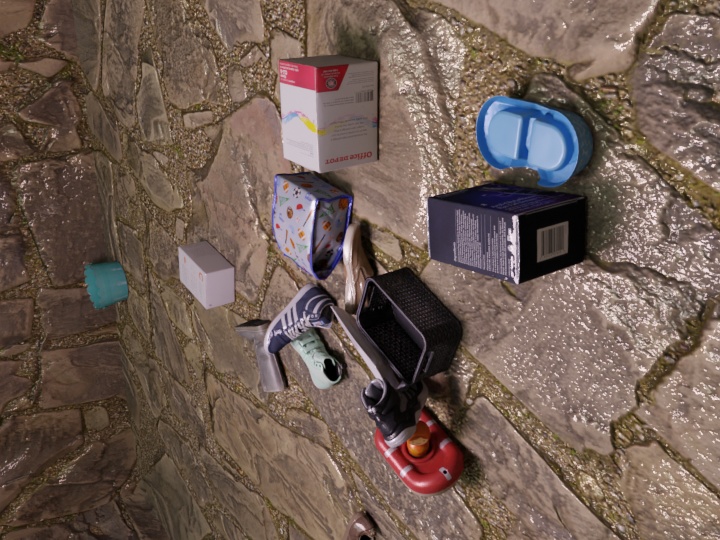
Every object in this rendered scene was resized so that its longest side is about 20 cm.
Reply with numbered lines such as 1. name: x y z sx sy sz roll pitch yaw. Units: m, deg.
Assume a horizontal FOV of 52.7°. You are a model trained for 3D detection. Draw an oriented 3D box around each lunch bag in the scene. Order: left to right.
1. lunch bag: -0.113 -0.099 1.623 0.170 0.124 0.201 34 123 44

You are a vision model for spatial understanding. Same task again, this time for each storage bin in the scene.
1. storage bin: 0.091 0.106 1.428 0.200 0.094 0.136 47 139 34

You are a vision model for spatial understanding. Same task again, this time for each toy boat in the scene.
1. toy boat: 0.116 0.343 1.440 0.200 0.130 0.131 46 159 35

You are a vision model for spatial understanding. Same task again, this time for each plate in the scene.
1. plate: 0.022 0.180 1.546 0.200 0.032 0.200 51 173 40

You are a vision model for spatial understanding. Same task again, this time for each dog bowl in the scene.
1. dog bowl: 0.259 -0.196 1.082 0.200 0.049 0.112 33 129 47

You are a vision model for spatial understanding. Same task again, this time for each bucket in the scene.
1. bucket: -1.118 0.059 3.201 0.207 0.134 0.208 27 124 49

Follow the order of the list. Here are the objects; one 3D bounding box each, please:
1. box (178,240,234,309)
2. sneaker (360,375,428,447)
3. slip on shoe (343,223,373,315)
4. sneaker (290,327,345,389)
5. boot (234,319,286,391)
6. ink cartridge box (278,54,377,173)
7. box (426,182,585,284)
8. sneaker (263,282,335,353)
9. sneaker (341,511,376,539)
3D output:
1. box: -0.475 0.011 2.239 0.200 0.097 0.125 38 133 44
2. sneaker: 0.066 0.241 1.411 0.075 0.200 0.114 -32 105 27
3. slip on shoe: 0.000 0.000 1.556 0.060 0.076 0.201 4 102 14
4. sneaker: -0.106 0.190 1.777 0.201 0.074 0.118 62 153 2
5. boot: -0.286 0.246 2.096 0.182 0.072 0.201 1 111 58
6. ink cartridge box: -0.063 -0.311 1.430 0.144 0.145 0.201 28 125 49
7. box: 0.218 -0.063 1.110 0.200 0.148 0.105 19 119 52
8. sneaker: -0.141 0.132 1.732 0.108 0.200 0.070 33 174 38
9. sneaker: -0.006 0.706 1.855 0.076 0.070 0.201 42 136 38
